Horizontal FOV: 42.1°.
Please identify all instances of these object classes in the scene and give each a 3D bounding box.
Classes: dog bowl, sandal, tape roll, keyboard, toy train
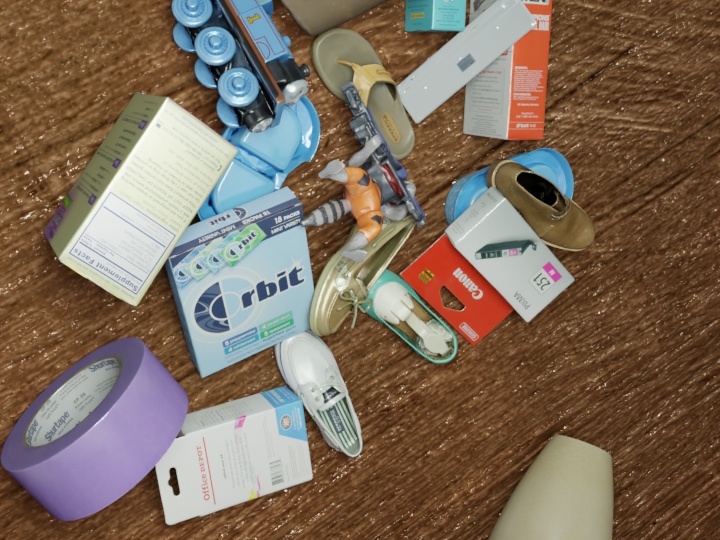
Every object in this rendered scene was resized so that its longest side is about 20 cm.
[{"bbox_3d":[0.206,-0.102,1.316,0.199,0.049,0.113,-24,111,-19],"label":"dog bowl"},{"bbox_3d":[-0.131,-0.132,1.143,0.111,0.050,0.201,29,89,-27],"label":"dog bowl"},{"bbox_3d":[0.015,-0.225,1.196,0.080,0.054,0.201,-41,115,-12],"label":"sandal"},{"bbox_3d":[-0.299,0.175,1.057,0.200,0.200,0.085,-40,115,-12],"label":"tape roll"},{"bbox_3d":[0.131,-0.272,1.195,0.199,0.011,0.056,-38,91,23],"label":"keyboard"},{"bbox_3d":[-0.137,-0.256,1.067,0.114,0.087,0.201,-29,82,-16],"label":"toy train"}]

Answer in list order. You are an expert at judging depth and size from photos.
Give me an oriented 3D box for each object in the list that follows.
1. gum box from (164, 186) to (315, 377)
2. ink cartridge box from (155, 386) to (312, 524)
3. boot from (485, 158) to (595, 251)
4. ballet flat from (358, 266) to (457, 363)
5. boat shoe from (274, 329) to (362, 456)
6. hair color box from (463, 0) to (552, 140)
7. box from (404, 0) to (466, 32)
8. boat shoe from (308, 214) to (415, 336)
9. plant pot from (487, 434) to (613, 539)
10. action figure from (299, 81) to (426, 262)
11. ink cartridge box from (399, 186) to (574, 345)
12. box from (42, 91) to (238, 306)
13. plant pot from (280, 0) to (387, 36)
[{"bbox_3d":[-0.142,0.017,1.140,0.169,0.045,0.201,-24,135,-19],"label":"gum box"},{"bbox_3d":[-0.170,0.236,1.204,0.198,0.068,0.116,-13,107,-22],"label":"ink cartridge box"},{"bbox_3d":[0.261,-0.081,1.278,0.199,0.075,0.074,31,86,-28],"label":"boot"},{"bbox_3d":[0.065,0.060,1.273,0.200,0.070,0.068,40,87,-26],"label":"ballet flat"},{"bbox_3d":[-0.045,0.160,1.246,0.073,0.067,0.201,-36,114,-14],"label":"boat shoe"},{"bbox_3d":[0.194,-0.278,1.237,0.063,0.111,0.202,-5,104,-25],"label":"hair color box"},{"bbox_3d":[0.096,-0.405,1.179,0.049,0.082,0.202,-4,103,-23],"label":"box"},{"bbox_3d":[0.000,0.000,1.205,0.201,0.062,0.073,-61,156,-15],"label":"boat shoe"},{"bbox_3d":[0.305,0.360,1.407,0.186,0.187,0.202,30,74,-27],"label":"plant pot"},{"bbox_3d":[-0.008,-0.118,1.150,0.104,0.193,0.201,-24,100,24],"label":"action figure"},{"bbox_3d":[0.177,0.008,1.287,0.173,0.044,0.200,-43,126,6],"label":"ink cartridge box"},{"bbox_3d":[-0.248,-0.086,1.035,0.096,0.176,0.201,36,85,-26],"label":"box"},{"bbox_3d":[-0.027,-0.373,1.086,0.174,0.201,0.201,-37,115,7],"label":"plant pot"}]
